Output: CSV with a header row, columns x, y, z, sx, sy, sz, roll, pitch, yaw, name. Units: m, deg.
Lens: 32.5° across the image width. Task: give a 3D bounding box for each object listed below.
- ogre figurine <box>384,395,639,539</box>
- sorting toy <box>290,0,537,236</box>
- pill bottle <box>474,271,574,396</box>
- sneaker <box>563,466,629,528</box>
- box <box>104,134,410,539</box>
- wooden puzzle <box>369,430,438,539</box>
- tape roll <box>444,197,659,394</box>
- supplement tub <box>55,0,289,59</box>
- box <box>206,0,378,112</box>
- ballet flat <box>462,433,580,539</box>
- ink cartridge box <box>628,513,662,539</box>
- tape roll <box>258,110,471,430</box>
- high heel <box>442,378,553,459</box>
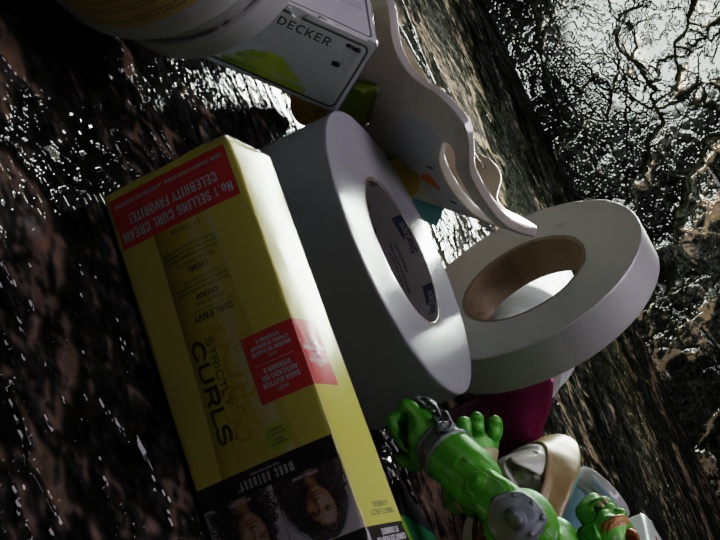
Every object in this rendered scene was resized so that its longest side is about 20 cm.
x,y,z,sx,sy,sz,roll,pitch,yaw,name
0.100,0.163,0.718,0.120,0.098,0.200,35,-33,63,ogre figurine
0.052,-0.092,0.911,0.180,0.107,0.200,37,-12,50,sorting toy
0.141,0.051,1.106,0.111,0.111,0.200,62,16,-11,pill bottle
0.167,0.223,1.043,0.074,0.082,0.200,48,-13,22,sneaker
-0.049,0.044,0.565,0.050,0.075,0.200,23,46,-67,box
0.047,0.199,0.670,0.200,0.037,0.185,62,7,-15,wooden puzzle
0.136,0.017,0.975,0.037,0.203,0.203,58,17,-23,tape roll
-0.118,-0.197,0.571,0.200,0.145,0.146,36,32,-60,supplement tub
-0.058,-0.205,0.846,0.116,0.060,0.200,20,36,-22,box
0.111,0.166,0.869,0.063,0.069,0.200,46,33,-12,ballet flat
0.261,0.342,1.113,0.147,0.083,0.200,59,17,-19,ink cartridge box
0.000,0.000,0.808,0.200,0.066,0.200,56,17,-27,tape roll
0.141,0.136,1.005,0.200,0.096,0.067,47,24,-49,high heel
